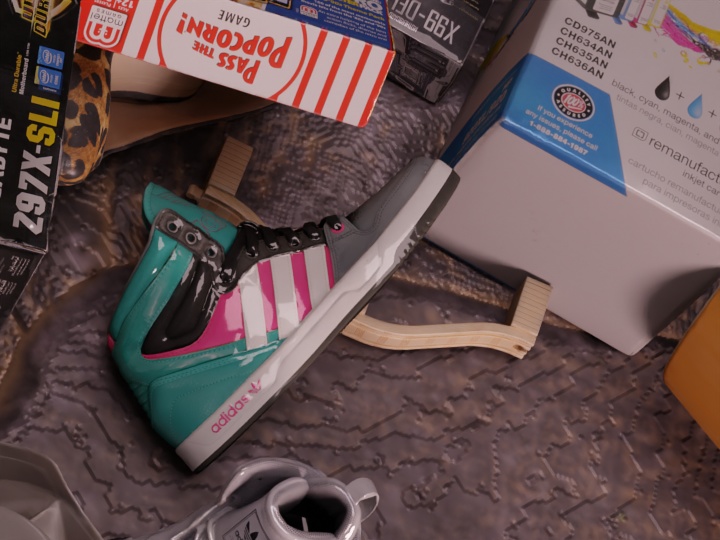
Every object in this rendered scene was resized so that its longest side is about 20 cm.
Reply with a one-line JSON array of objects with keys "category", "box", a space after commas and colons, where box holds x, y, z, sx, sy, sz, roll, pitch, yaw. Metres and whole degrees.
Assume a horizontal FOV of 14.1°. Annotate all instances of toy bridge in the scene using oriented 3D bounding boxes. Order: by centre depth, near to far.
[{"category": "toy bridge", "box": [0.000, 0.000, 1.516, 0.199, 0.027, 0.068, 24, 61, -8]}]

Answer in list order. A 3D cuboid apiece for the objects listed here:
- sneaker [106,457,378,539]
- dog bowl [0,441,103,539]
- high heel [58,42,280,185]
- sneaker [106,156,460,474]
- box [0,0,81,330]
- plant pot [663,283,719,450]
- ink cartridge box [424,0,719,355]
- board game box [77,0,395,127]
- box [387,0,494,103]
[{"category": "sneaker", "box": [-0.084, 0.142, 1.367, 0.199, 0.115, 0.076, -15, 72, -26]}, {"category": "dog bowl", "box": [-0.192, 0.171, 1.293, 0.199, 0.059, 0.201, -9, 47, 10]}, {"category": "high heel", "box": [-0.095, -0.083, 1.449, 0.142, 0.072, 0.200, 12, 25, -11]}, {"category": "sneaker", "box": [-0.054, -0.010, 1.454, 0.121, 0.084, 0.200, 44, 79, 1]}, {"category": "box", "box": [-0.182, -0.044, 1.366, 0.049, 0.200, 0.161, 14, 62, -15]}, {"category": "plant pot", "box": [0.263, 0.063, 1.499, 0.183, 0.201, 0.200, 38, 58, 10]}, {"category": "ink cartridge box", "box": [0.144, -0.093, 1.545, 0.147, 0.145, 0.201, 28, 60, -6]}, {"category": "board game box", "box": [-0.064, -0.155, 1.437, 0.151, 0.047, 0.200, 17, 28, -12]}, {"category": "box", "box": [-0.007, -0.208, 1.596, 0.199, 0.050, 0.158, 29, 60, -6]}]
